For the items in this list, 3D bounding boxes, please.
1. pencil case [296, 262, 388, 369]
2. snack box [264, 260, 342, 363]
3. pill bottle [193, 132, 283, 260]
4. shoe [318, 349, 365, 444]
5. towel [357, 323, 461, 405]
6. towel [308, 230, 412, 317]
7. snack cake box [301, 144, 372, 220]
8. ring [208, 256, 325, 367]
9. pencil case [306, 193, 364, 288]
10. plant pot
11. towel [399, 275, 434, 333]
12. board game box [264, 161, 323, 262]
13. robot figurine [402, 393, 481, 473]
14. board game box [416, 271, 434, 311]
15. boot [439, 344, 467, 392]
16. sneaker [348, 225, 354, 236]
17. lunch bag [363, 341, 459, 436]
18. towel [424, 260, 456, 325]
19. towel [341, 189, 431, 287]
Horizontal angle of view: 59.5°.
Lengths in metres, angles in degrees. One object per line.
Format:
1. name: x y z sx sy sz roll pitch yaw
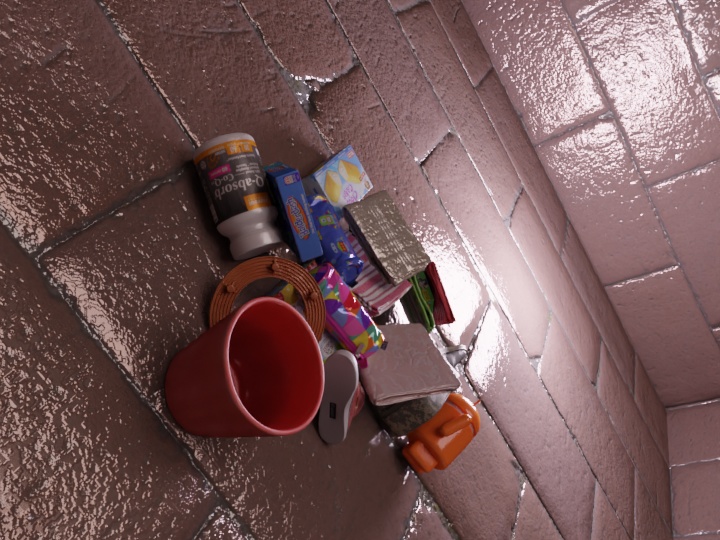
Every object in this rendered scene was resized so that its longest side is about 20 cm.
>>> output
1. pencil case: -0.034 0.082 1.159 0.201 0.088 0.089 53 36 -21
2. snack box: -0.110 0.103 1.170 0.170 0.067 0.200 61 35 -11
3. pill bottle: -0.212 -0.129 1.112 0.116 0.115 0.203 -16 84 -57
4. shoe: -0.032 0.214 1.154 0.091 0.071 0.203 -51 152 -58
5. towel: 0.075 0.179 1.246 0.188 0.033 0.201 -2 34 -22
6. towel: 0.000 0.000 1.321 0.199 0.030 0.146 40 42 13
7. snack cake box: -0.057 -0.189 1.415 0.116 0.067 0.200 58 34 -14
8. ring: -0.152 0.078 1.052 0.197 0.019 0.204 -1 92 -19
9. pencil case: -0.062 -0.060 1.266 0.086 0.078 0.201 -18 61 -21
10. plant pot: -0.181 0.159 0.934 0.200 0.176 0.203 32 48 -43
11. towel: 0.128 0.082 1.438 0.200 0.030 0.151 101 -33 -75
12. board game box: -0.129 -0.113 1.150 0.200 0.044 0.154 -140 -148 -70
13. robot figurine: 0.182 0.347 1.364 0.199 0.116 0.145 -39 137 -26
14. board game box: 0.128 0.012 1.505 0.135 0.029 0.202 80 -7 -63
15. boot: 0.225 0.291 1.544 0.180 0.072 0.202 -5 69 -42
16. sneaker: 0.018 -0.088 1.448 0.201 0.074 0.077 68 13 -48
17. lunch bag: 0.099 0.229 1.350 0.168 0.139 0.200 49 33 3
18. towel: 0.170 0.058 1.465 0.200 0.022 0.147 120 -49 -82
19. towel: 0.057 -0.070 1.339 0.132 0.034 0.202 -26 82 -38
